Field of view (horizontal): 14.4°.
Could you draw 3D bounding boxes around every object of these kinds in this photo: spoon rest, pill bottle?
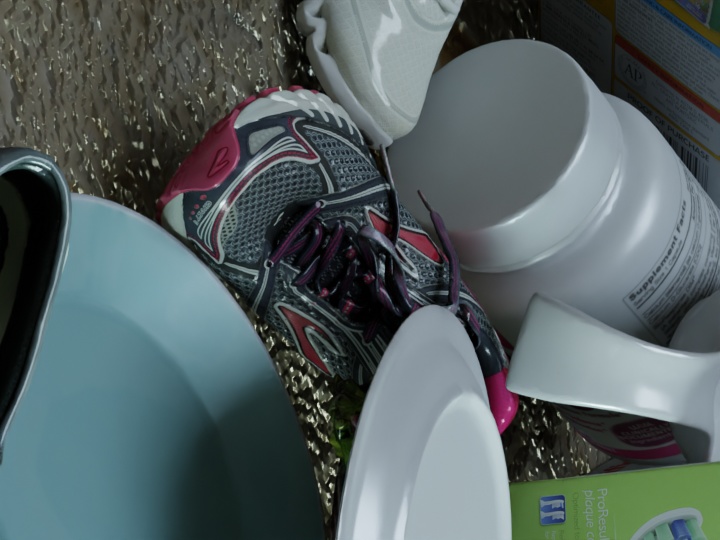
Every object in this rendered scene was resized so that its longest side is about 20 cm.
[{"bbox_3d":[0.137,0.042,1.155,0.200,0.061,0.100,5,104,-54],"label":"spoon rest"},{"bbox_3d":[0.098,-0.007,1.236,0.200,0.113,0.114,46,45,-46],"label":"pill bottle"}]

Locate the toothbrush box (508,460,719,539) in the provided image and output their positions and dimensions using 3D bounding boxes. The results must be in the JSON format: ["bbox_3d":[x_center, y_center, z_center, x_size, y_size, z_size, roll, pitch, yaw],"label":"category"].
[{"bbox_3d":[0.123,0.129,1.157,0.146,0.200,0.086,16,70,-58],"label":"toothbrush box"}]

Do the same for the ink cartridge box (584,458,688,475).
[{"bbox_3d":[0.206,0.113,1.312,0.144,0.200,0.085,-18,94,-61],"label":"ink cartridge box"}]

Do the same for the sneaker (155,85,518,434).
[{"bbox_3d":[0.000,0.000,1.066,0.075,0.081,0.200,47,6,40],"label":"sneaker"}]

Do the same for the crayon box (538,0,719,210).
[{"bbox_3d":[0.137,-0.130,1.250,0.052,0.126,0.200,-36,148,-21],"label":"crayon box"}]

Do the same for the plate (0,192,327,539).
[{"bbox_3d":[-0.079,0.071,0.960,0.200,0.026,0.201,36,42,-41],"label":"plate"}]

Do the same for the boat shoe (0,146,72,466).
[{"bbox_3d":[-0.138,0.046,0.827,0.073,0.062,0.200,38,56,-31],"label":"boat shoe"}]

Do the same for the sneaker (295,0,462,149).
[{"bbox_3d":[0.025,-0.146,1.176,0.075,0.081,0.200,42,49,-52],"label":"sneaker"}]

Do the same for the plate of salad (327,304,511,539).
[{"bbox_3d":[0.013,0.112,1.018,0.200,0.048,0.201,2,90,-71],"label":"plate of salad"}]
